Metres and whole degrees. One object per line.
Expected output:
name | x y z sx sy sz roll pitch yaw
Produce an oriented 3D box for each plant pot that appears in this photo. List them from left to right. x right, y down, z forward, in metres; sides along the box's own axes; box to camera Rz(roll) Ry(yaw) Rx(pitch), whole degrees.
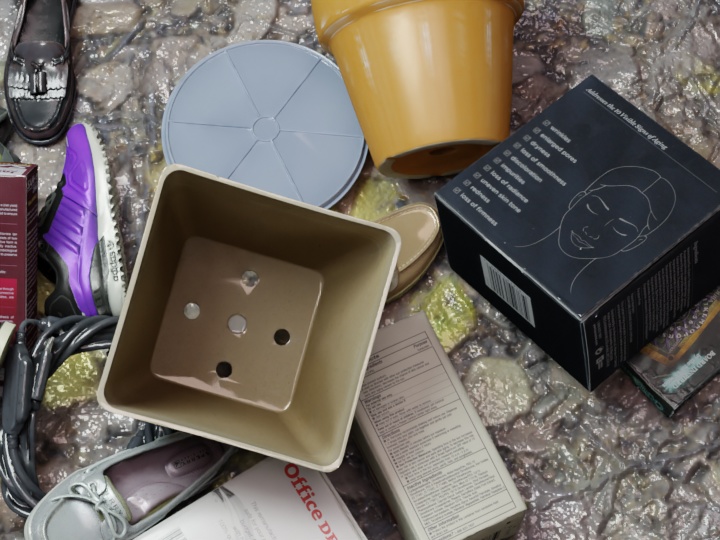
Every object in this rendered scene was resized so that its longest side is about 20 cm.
plant pot | -0.099 0.042 1.427 0.199 0.177 0.201 16 84 -8
plant pot | 0.063 -0.190 1.594 0.199 0.200 0.184 -8 79 -5

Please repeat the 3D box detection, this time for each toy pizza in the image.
toy pizza | -0.091 -0.129 1.642 0.199 0.032 0.201 1 68 -2

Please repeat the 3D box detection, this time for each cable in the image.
cable | -0.236 0.140 1.495 0.162 0.051 0.201 5 82 -28

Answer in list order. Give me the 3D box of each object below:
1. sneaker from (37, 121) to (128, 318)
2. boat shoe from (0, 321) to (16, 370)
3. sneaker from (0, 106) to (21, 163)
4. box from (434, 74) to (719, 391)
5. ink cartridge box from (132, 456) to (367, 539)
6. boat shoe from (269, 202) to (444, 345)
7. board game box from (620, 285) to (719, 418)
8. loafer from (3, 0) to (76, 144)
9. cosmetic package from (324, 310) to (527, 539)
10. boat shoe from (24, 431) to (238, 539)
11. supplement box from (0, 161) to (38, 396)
sneaker | -0.272 -0.044 1.579 0.099 0.070 0.201 -10 67 -3
boat shoe | -0.356 0.129 1.468 0.063 0.074 0.202 19 101 -7
sneaker | -0.356 -0.077 1.587 0.084 0.075 0.201 -9 67 -6
box | 0.207 -0.037 1.537 0.196 0.124 0.200 -37 56 -14
ink cartridge box | -0.096 0.261 1.445 0.199 0.083 0.147 -30 71 -13
boat shoe | 0.000 0.000 1.570 0.200 0.065 0.071 -39 73 -16
board game box | 0.311 0.025 1.588 0.200 0.028 0.135 -38 73 -17
loafer | -0.312 -0.223 1.657 0.071 0.063 0.201 0 67 -1
cosmetic package | 0.054 0.152 1.495 0.103 0.087 0.201 -22 70 -10
boat shoe | -0.190 0.184 1.441 0.201 0.065 0.075 -23 79 -32
supplement box | -0.341 0.006 1.503 0.108 0.061 0.201 4 105 -1
